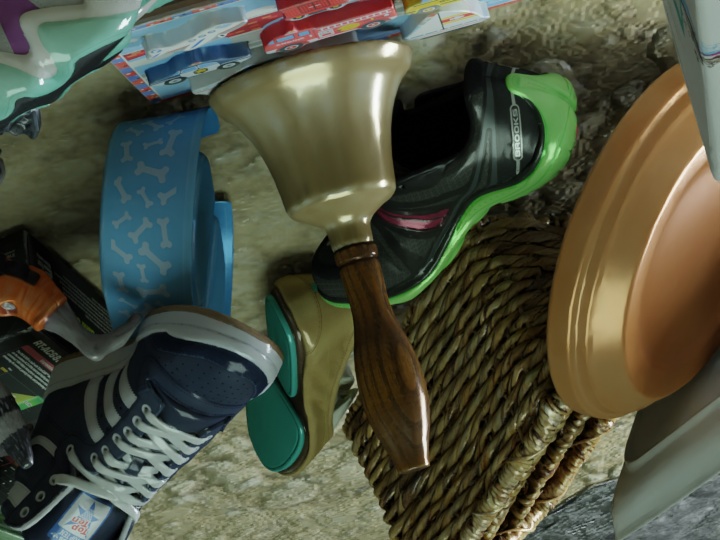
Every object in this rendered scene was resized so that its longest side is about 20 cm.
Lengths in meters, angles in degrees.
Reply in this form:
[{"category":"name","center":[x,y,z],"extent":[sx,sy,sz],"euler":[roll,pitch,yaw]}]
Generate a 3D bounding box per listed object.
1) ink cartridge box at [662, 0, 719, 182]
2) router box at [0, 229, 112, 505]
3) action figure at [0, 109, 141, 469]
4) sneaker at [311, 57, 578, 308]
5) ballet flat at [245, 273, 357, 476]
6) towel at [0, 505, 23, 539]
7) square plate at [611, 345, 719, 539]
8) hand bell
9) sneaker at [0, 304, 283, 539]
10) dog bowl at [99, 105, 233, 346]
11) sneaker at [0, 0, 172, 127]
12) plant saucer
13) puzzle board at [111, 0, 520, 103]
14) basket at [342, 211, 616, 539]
[{"category":"ink cartridge box","center":[0.201,-0.161,1.202],"extent":[0.146,0.147,0.200],"euler":[-14,153,3]},{"category":"router box","center":[-0.206,0.063,1.543],"extent":[0.149,0.062,0.200],"euler":[-18,152,13]},{"category":"action figure","center":[-0.202,-0.006,1.321],"extent":[0.193,0.105,0.200],"euler":[39,141,-11]},{"category":"sneaker","center":[0.030,-0.052,1.437],"extent":[0.083,0.077,0.200],"euler":[24,135,-25]},{"category":"ballet flat","center":[-0.026,0.062,1.622],"extent":[0.063,0.069,0.200],"euler":[-22,158,-18]},{"category":"towel","center":[-0.275,0.128,1.564],"extent":[0.152,0.024,0.199],"euler":[26,161,-31]},{"category":"square plate","center":[0.210,0.034,1.546],"extent":[0.028,0.201,0.198],"euler":[29,146,-9]},{"category":"hand bell","center":[0.000,0.000,1.339],"extent":[0.103,0.201,0.104],"euler":[-14,172,-2]},{"category":"sneaker","center":[-0.111,0.088,1.364],"extent":[0.070,0.109,0.200],"euler":[31,153,-22]},{"category":"dog bowl","center":[-0.098,-0.006,1.416],"extent":[0.049,0.112,0.200],"euler":[3,153,4]},{"category":"sneaker","center":[-0.123,-0.155,1.090],"extent":[0.200,0.140,0.078],"euler":[-39,-179,-11]},{"category":"plant saucer","center":[0.166,-0.013,1.445],"extent":[0.037,0.201,0.200],"euler":[23,169,29]},{"category":"puzzle board","center":[-0.016,-0.118,1.286],"extent":[0.199,0.018,0.151],"euler":[-15,170,5]},{"category":"basket","center":[0.102,0.085,1.584],"extent":[0.142,0.149,0.201],"euler":[2,135,-31]}]
